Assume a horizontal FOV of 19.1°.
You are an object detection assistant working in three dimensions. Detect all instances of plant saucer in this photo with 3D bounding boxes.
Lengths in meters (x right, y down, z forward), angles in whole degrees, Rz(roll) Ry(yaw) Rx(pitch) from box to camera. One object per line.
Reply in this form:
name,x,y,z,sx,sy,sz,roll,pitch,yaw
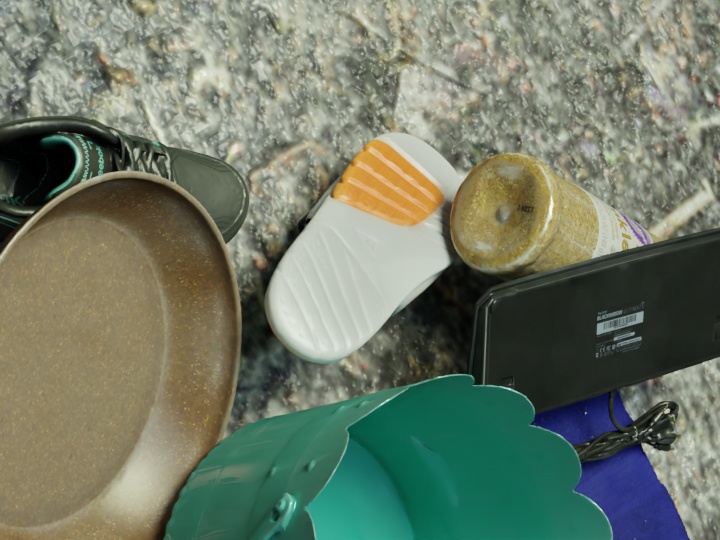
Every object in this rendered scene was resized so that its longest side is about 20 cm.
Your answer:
plant saucer,-0.131,0.051,0.988,0.200,0.036,0.202,-26,122,-50

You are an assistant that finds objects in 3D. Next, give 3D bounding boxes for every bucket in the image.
bucket,0.010,0.155,1.029,0.206,0.134,0.209,8,78,-41

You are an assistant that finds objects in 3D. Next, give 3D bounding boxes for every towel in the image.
towel,0.113,0.151,1.184,0.147,0.049,0.201,-27,92,-36

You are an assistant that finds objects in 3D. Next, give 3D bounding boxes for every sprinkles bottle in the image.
sprinkles bottle,0.129,-0.004,1.191,0.200,0.068,0.069,25,61,-50

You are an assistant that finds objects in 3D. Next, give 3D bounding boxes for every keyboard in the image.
keyboard,0.133,0.049,1.158,0.199,0.021,0.128,-13,113,-36

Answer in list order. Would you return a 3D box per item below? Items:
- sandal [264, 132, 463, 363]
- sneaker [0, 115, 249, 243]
sandal,-0.006,-0.006,1.127,0.079,0.059,0.207,48,39,-1
sneaker,-0.128,-0.034,1.032,0.199,0.079,0.076,-2,76,-40
